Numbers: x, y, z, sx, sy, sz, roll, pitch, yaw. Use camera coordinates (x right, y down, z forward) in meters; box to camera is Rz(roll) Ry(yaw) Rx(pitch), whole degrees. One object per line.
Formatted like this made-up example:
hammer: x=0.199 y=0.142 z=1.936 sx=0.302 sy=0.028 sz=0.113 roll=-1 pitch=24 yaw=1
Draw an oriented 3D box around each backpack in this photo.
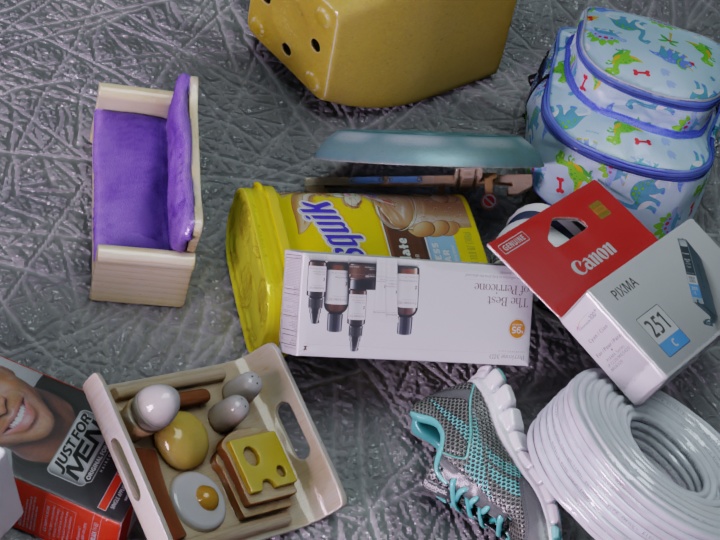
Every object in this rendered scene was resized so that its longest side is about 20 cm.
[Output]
backpack: x=0.239 y=-0.135 z=1.865 sx=0.182 sy=0.147 sz=0.200 roll=18 pitch=40 yaw=0

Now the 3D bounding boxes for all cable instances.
cable: x=0.225 y=0.161 z=1.603 sx=0.200 sy=0.069 sz=0.200 roll=1 pitch=43 yaw=-54

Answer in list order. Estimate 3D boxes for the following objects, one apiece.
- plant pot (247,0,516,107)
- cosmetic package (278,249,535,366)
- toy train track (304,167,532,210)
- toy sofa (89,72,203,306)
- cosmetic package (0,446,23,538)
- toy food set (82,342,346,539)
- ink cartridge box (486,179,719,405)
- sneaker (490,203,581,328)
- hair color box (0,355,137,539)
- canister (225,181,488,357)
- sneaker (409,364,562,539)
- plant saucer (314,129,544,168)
plant pot: x=0.010 y=-0.264 z=1.905 sx=0.200 sy=0.195 sz=0.195 roll=-31 pitch=63 yaw=-29
cosmetic package: x=0.038 y=0.031 z=1.643 sx=0.199 sy=0.083 sz=0.051 roll=3 pitch=3 yaw=-21
toy train track: x=0.051 y=-0.066 z=1.817 sx=0.199 sy=0.115 sz=0.033 roll=0 pitch=85 yaw=0
toy sofa: x=-0.181 y=-0.074 z=1.730 sx=0.082 sy=0.098 sz=0.201 roll=5 pitch=48 yaw=-13
cosmetic package: x=-0.370 y=0.165 z=1.401 sx=0.199 sy=0.123 sz=0.200 roll=31 pitch=64 yaw=13
toy food set: x=-0.103 y=0.129 z=1.532 sx=0.200 sy=0.060 sz=0.144 roll=-8 pitch=67 yaw=-51
ink cartridge box: x=0.219 y=0.001 z=1.687 sx=0.176 sy=0.045 sz=0.200 roll=47 pitch=37 yaw=10
sneaker: x=0.196 y=0.029 z=1.745 sx=0.199 sy=0.077 sz=0.081 roll=32 pitch=35 yaw=1
hair color box: x=-0.253 y=0.131 z=1.545 sx=0.199 sy=0.061 sz=0.102 roll=22 pitch=46 yaw=4
canister: x=0.000 y=0.000 z=1.725 sx=0.199 sy=0.087 sz=0.149 roll=0 pitch=49 yaw=-19
sneaker: x=0.096 y=0.169 z=1.620 sx=0.091 sy=0.078 sz=0.200 roll=-15 pitch=49 yaw=-9
plant saucer: x=0.060 y=-0.106 z=1.790 sx=0.199 sy=0.028 sz=0.200 roll=3 pitch=5 yaw=0
